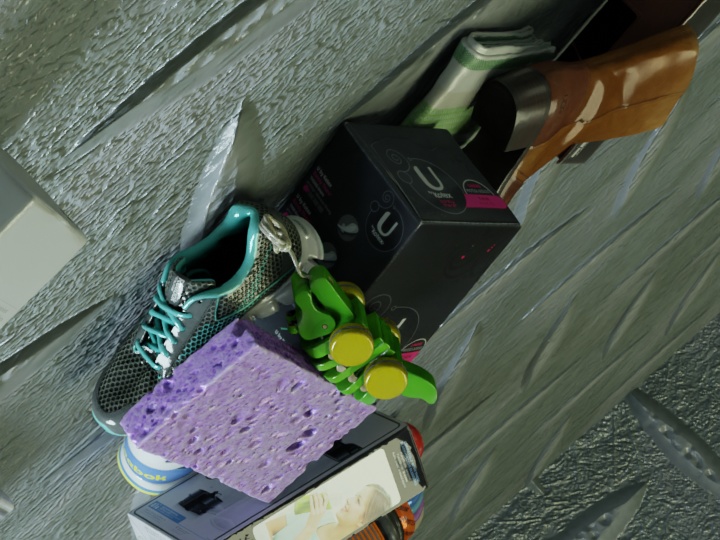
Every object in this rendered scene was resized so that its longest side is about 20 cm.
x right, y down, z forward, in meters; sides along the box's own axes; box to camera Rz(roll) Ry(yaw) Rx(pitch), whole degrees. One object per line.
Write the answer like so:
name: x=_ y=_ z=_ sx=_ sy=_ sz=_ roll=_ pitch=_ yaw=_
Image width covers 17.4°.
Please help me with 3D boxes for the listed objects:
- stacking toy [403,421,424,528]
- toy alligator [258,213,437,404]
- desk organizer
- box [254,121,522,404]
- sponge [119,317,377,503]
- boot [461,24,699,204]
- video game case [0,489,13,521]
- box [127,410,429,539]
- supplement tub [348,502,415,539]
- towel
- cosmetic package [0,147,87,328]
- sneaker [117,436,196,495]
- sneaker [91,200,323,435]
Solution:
stacking toy: x=0.040 y=0.230 z=2.650 sx=0.085 sy=0.085 sz=0.200 roll=-39 pitch=162 yaw=-23
toy alligator: x=-0.023 y=0.038 z=1.613 sx=0.054 sy=0.200 sz=0.059 roll=-35 pitch=-147 yaw=16
desk organizer: x=0.210 y=-0.184 z=1.905 sx=0.200 sy=0.077 sz=0.072 roll=-49 pitch=165 yaw=17
box: x=0.000 y=0.000 z=1.718 sx=0.122 sy=0.106 sz=0.200 roll=-1 pitch=137 yaw=-49
sponge: x=-0.075 y=0.100 z=1.643 sx=0.112 sy=0.030 sz=0.200 roll=-41 pitch=153 yaw=9
boot: x=0.156 y=-0.105 z=1.841 sx=0.200 sy=0.068 sz=0.189 roll=-19 pitch=142 yaw=-35
video game case: x=-0.327 y=0.203 z=1.582 sx=0.182 sy=0.023 sz=0.200 roll=-44 pitch=167 yaw=-5
box: x=-0.062 y=0.175 z=1.797 sx=0.200 sy=0.060 sz=0.117 roll=-29 pitch=-155 yaw=-23
supplement tub: x=-0.043 y=0.304 z=2.520 sx=0.200 sy=0.123 sz=0.123 roll=-37 pitch=165 yaw=-29
towel: x=0.052 y=-0.106 z=1.794 sx=0.200 sy=0.031 sz=0.149 roll=-48 pitch=164 yaw=23
cosmetic package: x=-0.241 y=0.021 z=1.187 sx=0.200 sy=0.071 sz=0.101 roll=-44 pitch=166 yaw=-2
sneaker: x=-0.101 y=0.094 z=1.826 sx=0.200 sy=0.074 sz=0.082 roll=-41 pitch=164 yaw=-20
sneaker: x=-0.119 y=0.026 z=1.610 sx=0.200 sy=0.078 sz=0.091 roll=-48 pitch=150 yaw=-1
